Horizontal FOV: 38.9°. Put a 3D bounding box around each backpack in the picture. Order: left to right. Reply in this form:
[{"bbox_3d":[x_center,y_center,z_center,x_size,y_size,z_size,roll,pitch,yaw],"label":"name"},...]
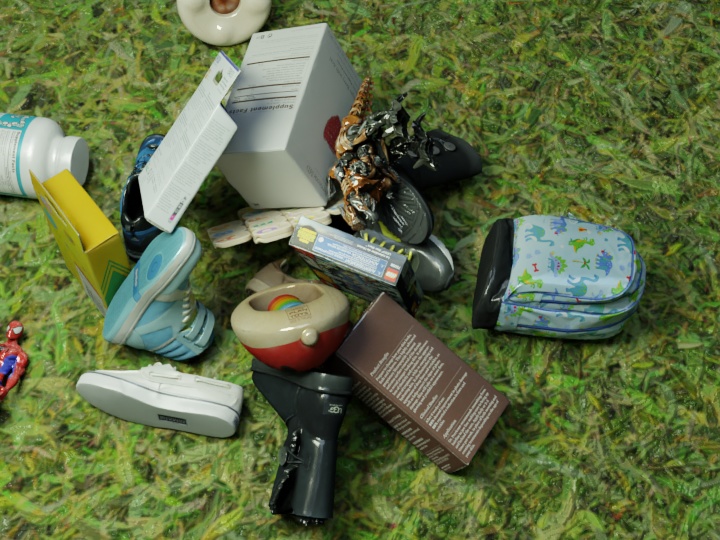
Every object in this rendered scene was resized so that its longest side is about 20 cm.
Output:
[{"bbox_3d":[0.255,0.010,1.277,0.198,0.154,0.164,20,52,-2],"label":"backpack"}]

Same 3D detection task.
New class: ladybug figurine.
[{"bbox_3d":[-0.076,0.065,1.154,0.134,0.200,0.073,-13,102,-10],"label":"ladybug figurine"}]

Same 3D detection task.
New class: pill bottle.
[{"bbox_3d":[-0.477,-0.158,1.391,0.197,0.111,0.112,7,57,4],"label":"pill bottle"}]

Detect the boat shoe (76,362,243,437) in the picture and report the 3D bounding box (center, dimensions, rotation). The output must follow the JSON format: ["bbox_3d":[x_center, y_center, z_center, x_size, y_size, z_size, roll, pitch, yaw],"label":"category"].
[{"bbox_3d":[-0.237,0.144,1.223,0.197,0.072,0.066,10,53,5],"label":"boat shoe"}]

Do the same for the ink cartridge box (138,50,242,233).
[{"bbox_3d":[-0.197,-0.160,1.228,0.043,0.197,0.201,33,98,-22],"label":"ink cartridge box"}]

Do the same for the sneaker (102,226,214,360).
[{"bbox_3d":[-0.213,0.034,1.230,0.130,0.200,0.080,24,42,-27],"label":"sneaker"}]

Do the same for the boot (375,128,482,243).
[{"bbox_3d":[0.092,-0.117,1.350,0.199,0.066,0.165,-16,55,-46],"label":"boot"}]

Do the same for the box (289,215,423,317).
[{"bbox_3d":[0.000,0.000,1.238,0.135,0.200,0.040,22,81,14],"label":"box"}]

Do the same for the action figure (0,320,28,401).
[{"bbox_3d":[-0.454,0.148,1.235,0.064,0.052,0.202,9,55,10],"label":"action figure"}]

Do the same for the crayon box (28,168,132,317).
[{"bbox_3d":[-0.336,-0.034,1.258,0.051,0.201,0.127,-33,63,-20],"label":"crayon box"}]

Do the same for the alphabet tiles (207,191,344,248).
[{"bbox_3d":[-0.101,-0.070,1.313,0.193,0.015,0.200,-17,16,-9],"label":"alphabet tiles"}]

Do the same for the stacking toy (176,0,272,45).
[{"bbox_3d":[-0.222,-0.457,1.590,0.144,0.147,0.201,-12,41,-7],"label":"stacking toy"}]

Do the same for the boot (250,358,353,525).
[{"bbox_3d":[-0.083,0.194,1.175,0.076,0.199,0.171,13,86,-31],"label":"boot"}]

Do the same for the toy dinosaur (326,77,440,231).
[{"bbox_3d":[0.011,-0.151,1.241,0.134,0.102,0.203,-18,78,28],"label":"toy dinosaur"}]

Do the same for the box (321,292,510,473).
[{"bbox_3d":[0.064,0.133,1.191,0.200,0.075,0.100,41,64,-1],"label":"box"}]

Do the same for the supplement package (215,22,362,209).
[{"bbox_3d":[-0.092,-0.195,1.308,0.118,0.121,0.202,0,59,28],"label":"supplement package"}]

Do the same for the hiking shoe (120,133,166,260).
[{"bbox_3d":[-0.280,-0.114,1.376,0.073,0.087,0.202,-1,57,-1],"label":"hiking shoe"}]

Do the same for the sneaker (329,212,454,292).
[{"bbox_3d":[0.030,-0.025,1.315,0.199,0.075,0.084,32,30,28],"label":"sneaker"}]

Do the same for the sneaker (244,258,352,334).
[{"bbox_3d":[-0.051,0.049,1.282,0.199,0.071,0.076,33,62,18],"label":"sneaker"}]

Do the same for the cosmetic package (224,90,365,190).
[{"bbox_3d":[-0.086,-0.203,1.441,0.199,0.071,0.105,38,66,22],"label":"cosmetic package"}]
